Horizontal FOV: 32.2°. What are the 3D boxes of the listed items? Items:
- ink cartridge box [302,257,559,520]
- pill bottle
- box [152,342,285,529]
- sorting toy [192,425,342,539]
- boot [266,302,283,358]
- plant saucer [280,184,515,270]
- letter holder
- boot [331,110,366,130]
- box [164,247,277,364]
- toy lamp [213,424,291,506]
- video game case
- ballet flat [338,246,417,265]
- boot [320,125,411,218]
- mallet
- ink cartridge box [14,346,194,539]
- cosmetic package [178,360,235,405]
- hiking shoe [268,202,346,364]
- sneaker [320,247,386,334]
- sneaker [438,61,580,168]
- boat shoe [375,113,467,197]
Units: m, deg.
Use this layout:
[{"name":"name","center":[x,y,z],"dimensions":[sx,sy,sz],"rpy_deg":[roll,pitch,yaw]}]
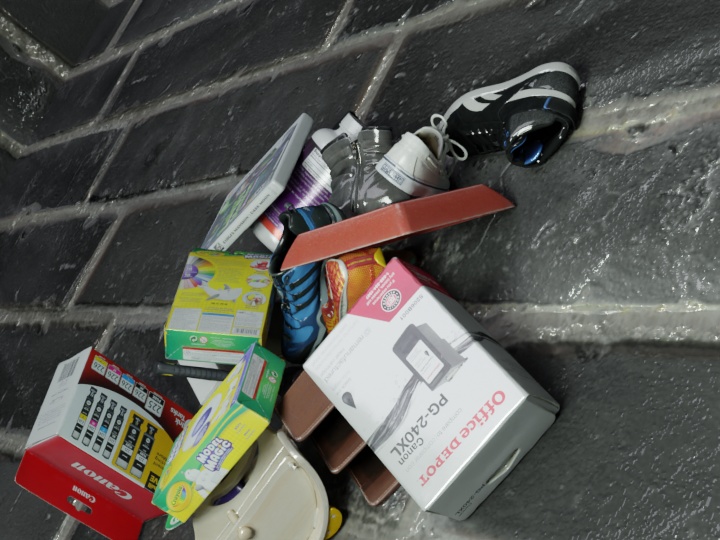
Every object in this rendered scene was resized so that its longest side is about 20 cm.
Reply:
[{"name":"ink cartridge box","center":[0.064,0.110,1.170],"dimensions":[0.146,0.083,0.200],"rpy_deg":[-49,58,8]},{"name":"pill bottle","center":[-0.051,-0.107,1.652],"dimensions":[0.200,0.112,0.113],"rpy_deg":[-49,28,8]},{"name":"box","center":[-0.161,0.185,1.364],"dimensions":[0.201,0.048,0.118],"rpy_deg":[-52,13,27]},{"name":"sorting toy","center":[-0.119,0.251,1.342],"dimensions":[0.201,0.106,0.180],"rpy_deg":[-54,33,6]},{"name":"boot","center":[-0.138,0.064,1.581],"dimensions":[0.198,0.097,0.076],"rpy_deg":[-9,64,39]},{"name":"plant saucer","center":[0.038,-0.051,1.382],"dimensions":[0.199,0.198,0.037],"rpy_deg":[-14,91,43]},{"name":"letter holder","center":[0.025,0.122,1.296],"dimensions":[0.201,0.100,0.142],"rpy_deg":[-51,30,5]},{"name":"boot","center":[-0.072,-0.148,1.777],"dimensions":[0.201,0.065,0.165],"rpy_deg":[-52,36,10]},{"name":"box","center":[-0.163,0.037,1.501],"dimensions":[0.201,0.116,0.049],"rpy_deg":[-83,-2,-57]},{"name":"toy lamp","center":[-0.099,0.206,1.438],"dimensions":[0.201,0.058,0.058],"rpy_deg":[-51,28,6]},{"name":"video game case","center":[-0.141,-0.103,1.647],"dimensions":[0.182,0.023,0.201],"rpy_deg":[-44,16,30]},{"name":"ballet flat","center":[0.000,0.000,1.517],"dimensions":[0.072,0.068,0.199],"rpy_deg":[-45,21,-30]},{"name":"boot","center":[-0.027,-0.093,1.567],"dimensions":[0.198,0.070,0.133],"rpy_deg":[-23,78,20]},{"name":"mallet","center":[-0.139,0.124,1.448],"dimensions":[0.066,0.198,0.042],"rpy_deg":[-5,77,57]},{"name":"ink cartridge box","center":[-0.314,0.230,1.585],"dimensions":[0.083,0.199,0.177],"rpy_deg":[-25,39,40]},{"name":"cosmetic package","center":[-0.188,0.134,1.627],"dimensions":[0.051,0.082,0.200],"rpy_deg":[-51,27,3]},{"name":"hiking shoe","center":[-0.079,0.015,1.483],"dimensions":[0.074,0.086,0.203],"rpy_deg":[26,110,49]},{"name":"sneaker","center":[-0.002,0.044,1.408],"dimensions":[0.201,0.076,0.074],"rpy_deg":[105,149,-63]},{"name":"sneaker","center":[0.158,-0.156,1.426],"dimensions":[0.199,0.073,0.113],"rpy_deg":[-26,37,40]},{"name":"boat shoe","center":[0.078,-0.137,1.444],"dimensions":[0.086,0.074,0.202],"rpy_deg":[-54,-14,11]}]
